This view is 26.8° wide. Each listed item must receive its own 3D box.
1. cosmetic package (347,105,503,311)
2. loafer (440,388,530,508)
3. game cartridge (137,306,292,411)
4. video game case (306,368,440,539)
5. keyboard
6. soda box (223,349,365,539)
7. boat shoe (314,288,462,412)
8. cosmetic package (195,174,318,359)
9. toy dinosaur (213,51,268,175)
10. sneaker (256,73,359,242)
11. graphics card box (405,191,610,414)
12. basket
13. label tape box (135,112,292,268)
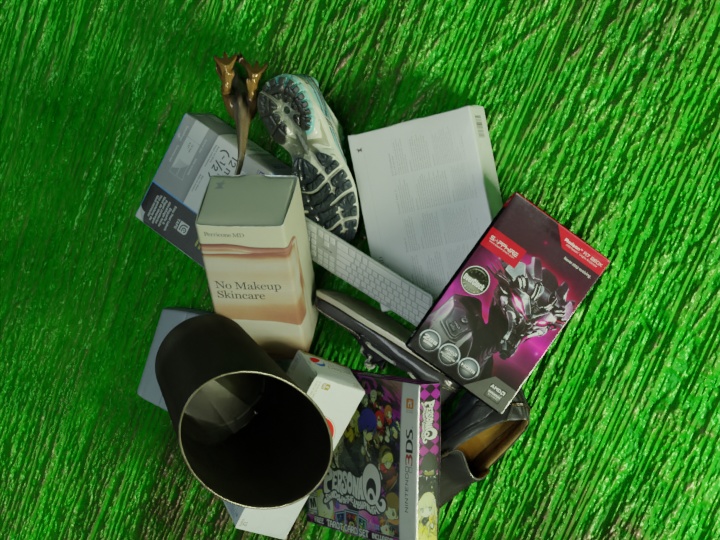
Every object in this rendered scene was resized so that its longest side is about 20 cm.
[{"bbox_3d":[0.078,-0.066,1.650,0.150,0.052,0.201,-11,89,25],"label":"cosmetic package"},{"bbox_3d":[0.109,0.201,1.629,0.200,0.073,0.072,-55,31,20],"label":"loafer"},{"bbox_3d":[-0.167,0.125,1.791,0.200,0.042,0.134,23,107,23],"label":"game cartridge"},{"bbox_3d":[0.011,0.204,1.664,0.200,0.036,0.182,5,94,52],"label":"video game case"},{"bbox_3d":[0.000,0.000,1.648,0.200,0.011,0.056,32,146,26],"label":"keyboard"},{"bbox_3d":[-0.075,0.192,1.656,0.200,0.068,0.064,-62,30,15],"label":"soda box"},{"bbox_3d":[0.024,0.088,1.676,0.200,0.073,0.063,31,103,16],"label":"boat shoe"},{"bbox_3d":[-0.111,-0.002,1.660,0.103,0.087,0.200,1,132,11],"label":"cosmetic package"},{"bbox_3d":[-0.132,-0.183,1.694,0.060,0.200,0.106,-2,136,-4],"label":"toy dinosaur"},{"bbox_3d":[-0.039,-0.130,1.688,0.077,0.086,0.201,-14,102,29],"label":"sneaker"},{"bbox_3d":[0.152,0.034,1.568,0.125,0.051,0.200,37,88,0],"label":"graphics card box"},{"bbox_3d":[-0.136,0.135,1.577,0.136,0.180,0.200,-48,29,2],"label":"basket"},{"bbox_3d":[-0.146,-0.072,1.752,0.200,0.066,0.144,36,108,21],"label":"label tape box"}]
